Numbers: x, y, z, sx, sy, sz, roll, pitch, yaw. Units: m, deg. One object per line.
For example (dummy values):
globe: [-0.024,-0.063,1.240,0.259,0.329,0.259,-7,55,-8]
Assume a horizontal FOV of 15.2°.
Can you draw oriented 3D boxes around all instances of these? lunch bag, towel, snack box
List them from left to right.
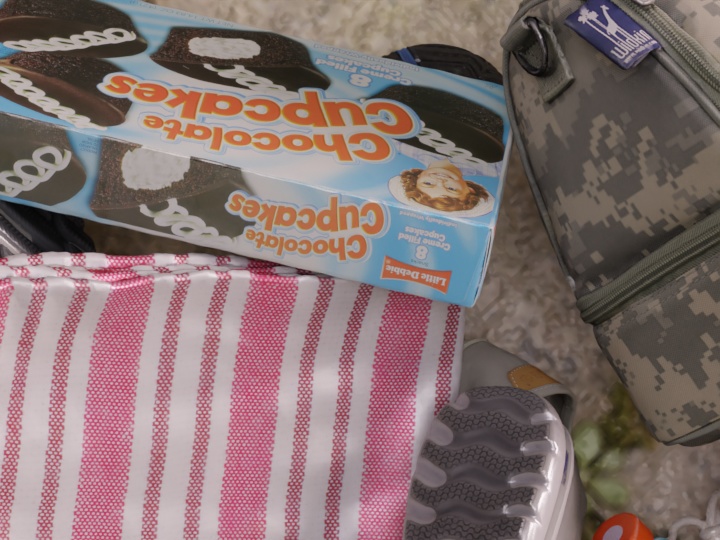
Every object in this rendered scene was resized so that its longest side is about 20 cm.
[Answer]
towel: [-0.055,0.068,0.938,0.199,0.030,0.147,0,102,-23]
snack box: [-0.046,-0.050,0.970,0.199,0.116,0.037,13,119,1]
lunch bag: [0.157,-0.050,0.980,0.200,0.139,0.168,-24,81,-38]

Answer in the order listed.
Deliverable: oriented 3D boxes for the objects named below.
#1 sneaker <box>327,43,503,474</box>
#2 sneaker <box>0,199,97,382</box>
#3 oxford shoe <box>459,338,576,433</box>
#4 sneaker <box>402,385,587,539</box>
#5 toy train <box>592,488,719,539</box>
sneaker: [0.000,0.000,1.046,0.075,0.077,0.201,24,67,6]
sneaker: [-0.164,-0.002,1.012,0.115,0.200,0.075,-34,128,14]
oxford shoe: [0.046,0.127,1.022,0.058,0.075,0.201,4,86,32]
sneaker: [0.040,0.145,0.941,0.074,0.082,0.201,12,70,34]
toy train: [0.131,0.187,1.016,0.055,0.150,0.201,-25,75,34]
